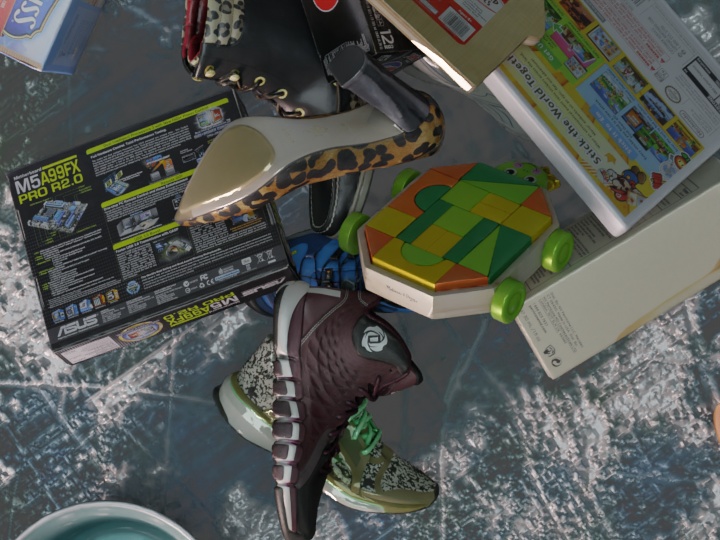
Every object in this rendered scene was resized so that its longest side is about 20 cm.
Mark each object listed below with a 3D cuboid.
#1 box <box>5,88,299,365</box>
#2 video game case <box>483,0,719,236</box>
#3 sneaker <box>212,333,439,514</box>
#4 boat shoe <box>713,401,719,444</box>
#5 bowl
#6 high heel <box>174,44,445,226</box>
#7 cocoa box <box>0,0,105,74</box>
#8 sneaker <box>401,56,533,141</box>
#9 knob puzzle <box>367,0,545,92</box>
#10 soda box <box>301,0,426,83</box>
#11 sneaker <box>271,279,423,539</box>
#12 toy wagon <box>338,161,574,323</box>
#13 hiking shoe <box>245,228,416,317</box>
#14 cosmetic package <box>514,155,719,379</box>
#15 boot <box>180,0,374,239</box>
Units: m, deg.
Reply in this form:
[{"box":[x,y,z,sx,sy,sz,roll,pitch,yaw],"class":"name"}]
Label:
[{"box":[-0.165,-0.034,1.334,0.198,0.044,0.161,-20,70,3],"class":"box"},{"box":[0.188,-0.150,1.294,0.182,0.023,0.200,-38,86,-32],"class":"video game case"},{"box":[-0.018,0.121,1.343,0.199,0.077,0.089,30,114,-2],"class":"sneaker"},{"box":[0.345,0.182,1.351,0.070,0.070,0.202,-11,98,44],"class":"boat shoe"},{"box":[-0.195,0.273,1.356,0.199,0.105,0.203,0,95,2],"class":"bowl"},{"box":[-0.033,-0.074,1.269,0.199,0.142,0.072,-36,55,17],"class":"high heel"},{"box":[-0.250,-0.267,1.301,0.130,0.133,0.201,25,95,-1],"class":"cocoa box"},{"box":[0.109,-0.153,1.323,0.198,0.087,0.075,21,93,-1],"class":"sneaker"},{"box":[0.055,-0.231,1.249,0.219,0.220,0.030,40,135,-2],"class":"knob puzzle"},{"box":[-0.012,-0.246,1.271,0.063,0.070,0.202,-24,81,47],"class":"soda box"},{"box":[-0.009,0.108,1.283,0.114,0.076,0.202,0,91,-1],"class":"sneaker"},{"box":[0.086,-0.037,1.295,0.154,0.200,0.040,24,138,29],"class":"toy wagon"},{"box":[0.000,0.000,1.338,0.198,0.087,0.075,-8,94,2],"class":"hiking shoe"},{"box":[0.209,-0.008,1.320,0.199,0.105,0.071,-31,106,5],"class":"cosmetic package"},{"box":[-0.065,-0.131,1.307,0.153,0.073,0.206,5,88,-28],"class":"boot"}]
